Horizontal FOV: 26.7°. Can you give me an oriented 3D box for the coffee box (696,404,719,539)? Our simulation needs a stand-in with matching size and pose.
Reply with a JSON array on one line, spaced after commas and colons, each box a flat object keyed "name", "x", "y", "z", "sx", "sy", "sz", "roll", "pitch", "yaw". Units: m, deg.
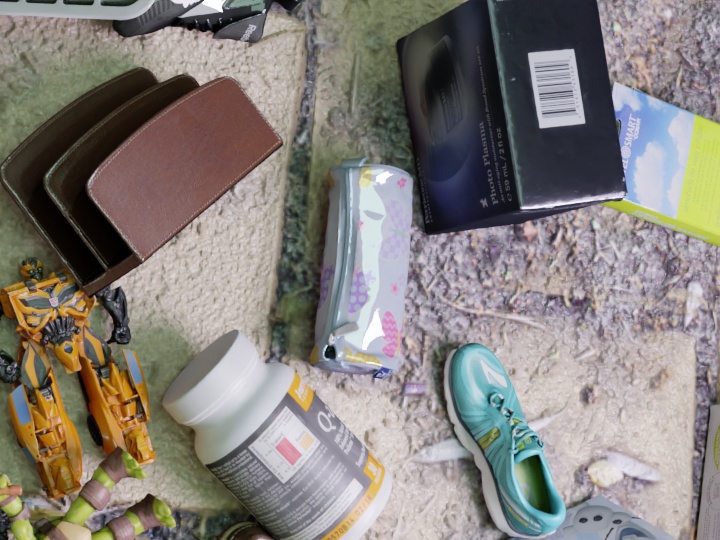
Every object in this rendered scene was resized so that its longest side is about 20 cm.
[{"name": "coffee box", "x": 0.482, "y": 0.246, "z": 1.549, "sx": 0.198, "sy": 0.197, "sz": 0.202, "roll": 13, "pitch": 77, "yaw": -22}]

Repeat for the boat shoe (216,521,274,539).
[{"name": "boat shoe", "x": -0.061, "y": 0.319, "z": 1.355, "sx": 0.075, "sy": 0.075, "sz": 0.203, "roll": -38, "pitch": 100, "yaw": -23}]

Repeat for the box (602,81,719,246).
[{"name": "box", "x": 0.327, "y": -0.109, "z": 1.598, "sx": 0.199, "sy": 0.048, "sz": 0.123, "roll": 18, "pitch": 76, "yaw": -22}]

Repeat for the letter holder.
[{"name": "letter holder", "x": -0.190, "y": -0.100, "z": 1.299, "sx": 0.143, "sy": 0.100, "sz": 0.200, "roll": 53, "pitch": 49, "yaw": -9}]

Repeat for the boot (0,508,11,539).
[{"name": "boot", "x": -0.375, "y": 0.254, "z": 1.222, "sx": 0.161, "sy": 0.073, "sz": 0.200, "roll": 10, "pitch": 82, "yaw": -30}]

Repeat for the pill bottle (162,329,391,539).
[{"name": "pill bottle", "x": -0.075, "y": 0.156, "z": 1.344, "sx": 0.200, "sy": 0.116, "sz": 0.116, "roll": 48, "pitch": 68, "yaw": -13}]

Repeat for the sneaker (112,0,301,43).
[{"name": "sneaker", "x": -0.130, "y": -0.244, "z": 1.389, "sx": 0.199, "sy": 0.066, "sz": 0.091, "roll": -30, "pitch": 95, "yaw": -27}]

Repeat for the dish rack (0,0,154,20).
[{"name": "dish rack", "x": -0.250, "y": -0.313, "z": 1.326, "sx": 0.170, "sy": 0.044, "sz": 0.202, "roll": 3, "pitch": 82, "yaw": 6}]

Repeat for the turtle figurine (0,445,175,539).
[{"name": "turtle figurine", "x": -0.233, "y": 0.232, "z": 1.242, "sx": 0.161, "sy": 0.064, "sz": 0.201, "roll": -36, "pitch": 95, "yaw": -22}]

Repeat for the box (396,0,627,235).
[{"name": "box", "x": 0.136, "y": -0.146, "z": 1.430, "sx": 0.122, "sy": 0.198, "sz": 0.202, "roll": -8, "pitch": 87, "yaw": -23}]

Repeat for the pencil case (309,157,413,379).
[{"name": "pencil case", "x": 0.000, "y": 0.000, "z": 1.413, "sx": 0.090, "sy": 0.083, "sz": 0.202, "roll": 16, "pitch": 76, "yaw": -45}]

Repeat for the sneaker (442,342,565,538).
[{"name": "sneaker", "x": 0.146, "y": 0.160, "z": 1.463, "sx": 0.077, "sy": 0.080, "sz": 0.201, "roll": -22, "pitch": 86, "yaw": -26}]

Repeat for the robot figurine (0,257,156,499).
[{"name": "robot figurine", "x": -0.250, "y": 0.084, "z": 1.301, "sx": 0.144, "sy": 0.058, "sz": 0.202, "roll": -19, "pitch": 93, "yaw": -27}]

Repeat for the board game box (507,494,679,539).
[{"name": "board game box", "x": 0.211, "y": 0.299, "z": 1.416, "sx": 0.199, "sy": 0.199, "sz": 0.044, "roll": -21, "pitch": 112, "yaw": -25}]
